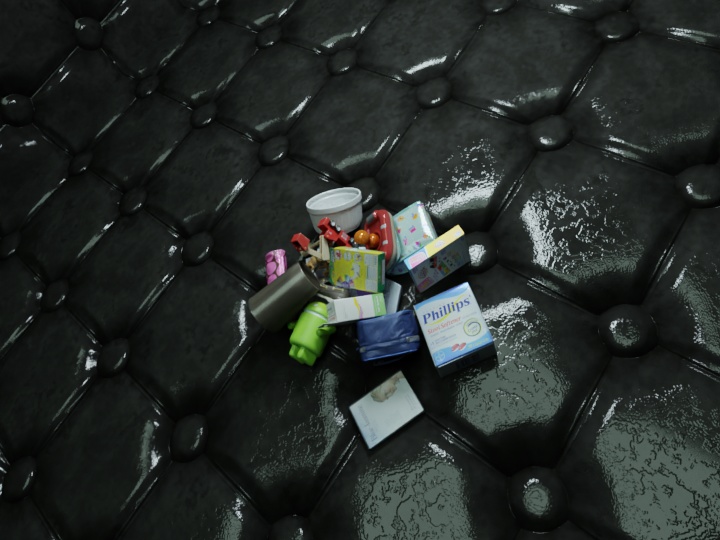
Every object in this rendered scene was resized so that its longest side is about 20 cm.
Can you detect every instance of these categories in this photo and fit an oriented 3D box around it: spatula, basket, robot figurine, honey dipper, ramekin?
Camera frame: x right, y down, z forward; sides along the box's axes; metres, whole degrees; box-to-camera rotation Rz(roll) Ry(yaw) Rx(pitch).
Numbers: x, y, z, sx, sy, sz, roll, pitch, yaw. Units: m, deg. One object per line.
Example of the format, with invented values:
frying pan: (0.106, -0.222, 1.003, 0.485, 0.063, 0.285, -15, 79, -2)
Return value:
spatula: (0.000, 0.000, 1.722, 0.055, 0.021, 0.208, -15, 76, 11)
basket: (-0.231, 0.078, 1.705, 0.198, 0.180, 0.138, -39, 78, 7)
robot figurine: (-0.151, 0.191, 1.712, 0.172, 0.115, 0.205, 3, 62, 47)
honey dipper: (-0.143, -0.094, 1.845, 0.198, 0.037, 0.039, -26, 47, 50)
ramekin: (-0.082, -0.198, 1.859, 0.192, 0.109, 0.202, -12, 25, 5)

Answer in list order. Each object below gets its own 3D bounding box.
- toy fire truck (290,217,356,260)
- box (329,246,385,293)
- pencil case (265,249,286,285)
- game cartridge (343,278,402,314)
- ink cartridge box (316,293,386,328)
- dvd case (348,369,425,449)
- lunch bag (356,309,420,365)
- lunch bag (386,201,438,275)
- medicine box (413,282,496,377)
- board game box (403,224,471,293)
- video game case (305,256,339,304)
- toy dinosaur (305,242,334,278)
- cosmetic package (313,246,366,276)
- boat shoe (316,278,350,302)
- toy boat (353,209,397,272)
toy fire truck: (-0.111, -0.084, 1.716, 0.048, 0.199, 0.144, -10, 46, 55)
box: (-0.015, -0.005, 1.653, 0.194, 0.048, 0.122, 9, 104, 34)
pencil case: (-0.283, 0.024, 1.867, 0.087, 0.095, 0.206, -2, 59, -18)
game cartridge: (0.034, 0.084, 1.728, 0.193, 0.040, 0.139, 10, 81, 20)
ink cartridge box: (-0.033, 0.120, 1.610, 0.192, 0.117, 0.070, -7, 80, -18)
dvd case: (0.073, 0.402, 1.574, 0.197, 0.018, 0.144, -35, 57, 1)
lunch bag: (0.077, 0.204, 1.595, 0.193, 0.136, 0.138, -15, 81, 14)
lunch bag: (0.148, -0.095, 1.750, 0.195, 0.122, 0.175, -25, 58, 14)
medicine box: (0.272, 0.172, 1.569, 0.177, 0.103, 0.205, -24, 58, 7)
board game box: (0.239, -0.032, 1.661, 0.196, 0.154, 0.041, -32, 55, 0)
video game case: (-0.095, 0.024, 1.838, 0.176, 0.022, 0.206, -17, 58, 12)
toy dinosaur: (-0.129, -0.042, 1.776, 0.199, 0.061, 0.106, -42, 54, -6)
cosmetic package: (-0.055, -0.028, 1.806, 0.192, 0.051, 0.085, -1, 62, 20)
boat shoe: (-0.106, 0.063, 1.744, 0.197, 0.071, 0.062, 21, 91, 45)
toy boat: (0.036, -0.091, 1.696, 0.130, 0.127, 0.208, -35, 55, 50)
